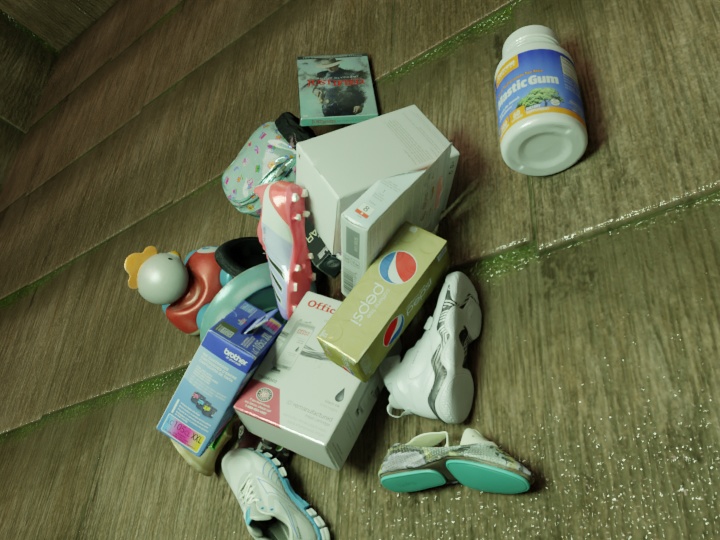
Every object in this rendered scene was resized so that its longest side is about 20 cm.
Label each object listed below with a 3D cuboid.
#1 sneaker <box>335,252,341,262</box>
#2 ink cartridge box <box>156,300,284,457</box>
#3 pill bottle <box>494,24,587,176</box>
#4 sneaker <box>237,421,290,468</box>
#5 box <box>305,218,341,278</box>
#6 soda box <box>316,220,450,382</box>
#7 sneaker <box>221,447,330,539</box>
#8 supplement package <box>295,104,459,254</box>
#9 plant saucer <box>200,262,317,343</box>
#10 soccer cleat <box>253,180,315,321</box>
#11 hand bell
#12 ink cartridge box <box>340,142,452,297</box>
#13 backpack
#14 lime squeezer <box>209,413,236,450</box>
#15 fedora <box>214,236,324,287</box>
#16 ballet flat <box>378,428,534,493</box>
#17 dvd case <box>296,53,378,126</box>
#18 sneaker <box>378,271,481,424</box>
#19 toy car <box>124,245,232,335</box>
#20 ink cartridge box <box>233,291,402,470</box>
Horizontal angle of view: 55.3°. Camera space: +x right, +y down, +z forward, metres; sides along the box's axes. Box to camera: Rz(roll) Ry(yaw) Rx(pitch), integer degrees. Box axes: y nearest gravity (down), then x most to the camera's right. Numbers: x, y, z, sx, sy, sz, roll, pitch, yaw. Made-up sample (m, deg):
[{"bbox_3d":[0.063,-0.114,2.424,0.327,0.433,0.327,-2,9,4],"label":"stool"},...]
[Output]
[{"bbox_3d":[-0.001,0.000,1.018,0.073,0.114,0.201,-41,43,14],"label":"sneaker"},{"bbox_3d":[-0.180,0.130,0.930,0.201,0.076,0.136,-61,-2,17],"label":"ink cartridge box"},{"bbox_3d":[0.242,-0.239,0.942,0.112,0.112,0.201,-23,50,33],"label":"pill bottle"},{"bbox_3d":[-0.127,0.215,1.027,0.200,0.076,0.116,-51,35,4],"label":"sneaker"},{"bbox_3d":[-0.023,-0.108,1.169,0.200,0.043,0.160,-47,40,10],"label":"box"},{"bbox_3d":[0.033,0.038,0.877,0.068,0.064,0.200,29,68,26],"label":"soda box"},{"bbox_3d":[-0.129,0.306,0.905,0.200,0.087,0.075,35,101,32],"label":"sneaker"},{"bbox_3d":[0.020,-0.132,0.988,0.199,0.120,0.121,-22,58,-22],"label":"supplement package"},{"bbox_3d":[-0.146,0.077,1.045,0.200,0.200,0.027,-51,50,5],"label":"plant saucer"},{"bbox_3d":[-0.111,-0.027,0.976,0.076,0.067,0.201,7,107,24],"label":"soccer cleat"},{"bbox_3d":[-0.198,0.222,1.103,0.200,0.104,0.104,-42,39,-4],"label":"hand bell"},{"bbox_3d":[0.047,-0.071,0.932,0.050,0.163,0.200,28,56,20],"label":"ink cartridge box"},{"bbox_3d":[-0.163,-0.190,1.304,0.200,0.126,0.167,-47,43,13],"label":"backpack"},{"bbox_3d":[-0.160,0.190,1.052,0.200,0.038,0.071,-42,43,-13],"label":"lime squeezer"},{"bbox_3d":[-0.159,0.019,1.156,0.201,0.200,0.092,42,125,50],"label":"fedora"},{"bbox_3d":[0.108,0.217,0.796,0.200,0.072,0.072,-14,54,37],"label":"ballet flat"},{"bbox_3d":[-0.048,-0.349,1.314,0.145,0.022,0.201,-4,49,-3],"label":"dvd case"},{"bbox_3d":[0.088,0.099,0.888,0.114,0.075,0.201,-12,59,37],"label":"sneaker"},{"bbox_3d":[-0.340,0.009,1.283,0.184,0.200,0.178,14,74,48],"label":"toy car"},{"bbox_3d":[-0.052,0.141,0.922,0.146,0.083,0.200,16,57,24],"label":"ink cartridge box"}]
